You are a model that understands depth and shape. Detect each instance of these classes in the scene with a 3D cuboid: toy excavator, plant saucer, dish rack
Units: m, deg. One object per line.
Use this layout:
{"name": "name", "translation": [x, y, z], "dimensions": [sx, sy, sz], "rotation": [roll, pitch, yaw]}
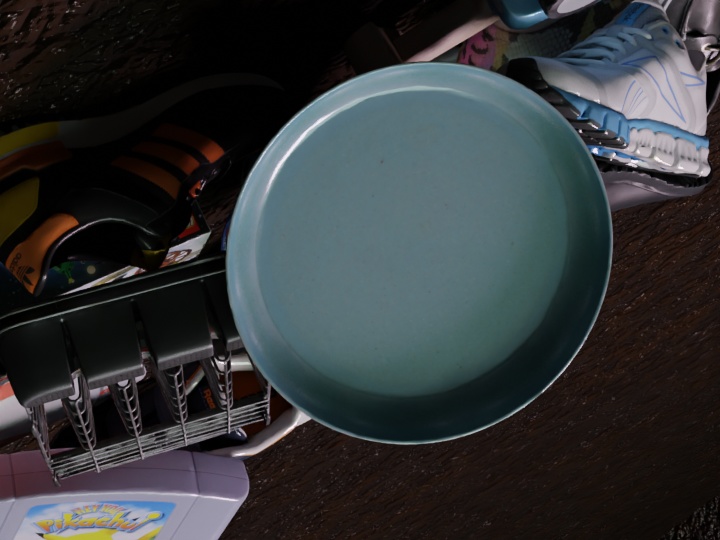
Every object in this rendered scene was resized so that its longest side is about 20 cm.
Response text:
{"name": "toy excavator", "translation": [0.087, -0.163, 1.035], "dimensions": [0.194, 0.100, 0.200], "rotation": [-27, 170, -6]}
{"name": "plant saucer", "translation": [0.029, -0.010, 0.988], "dimensions": [0.199, 0.201, 0.027], "rotation": [-30, -160, -1]}
{"name": "dish rack", "translation": [-0.117, 0.060, 1.075], "dimensions": [0.152, 0.055, 0.200], "rotation": [-14, 161, -8]}

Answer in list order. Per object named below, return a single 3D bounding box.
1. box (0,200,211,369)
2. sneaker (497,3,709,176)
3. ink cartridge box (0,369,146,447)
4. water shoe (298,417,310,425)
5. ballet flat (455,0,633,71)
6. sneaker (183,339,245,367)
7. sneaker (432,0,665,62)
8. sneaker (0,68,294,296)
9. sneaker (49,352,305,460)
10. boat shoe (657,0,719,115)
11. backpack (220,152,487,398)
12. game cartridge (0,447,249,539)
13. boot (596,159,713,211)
{"name": "box", "translation": [-0.191, 0.019, 1.116], "dimensions": [0.199, 0.038, 0.137], "rotation": [-24, 171, -18]}
{"name": "sneaker", "translation": [0.135, -0.107, 1.068], "dimensions": [0.075, 0.087, 0.200], "rotation": [11, -178, 32]}
{"name": "ink cartridge box", "translation": [-0.203, 0.081, 1.180], "dimensions": [0.161, 0.050, 0.200], "rotation": [-25, -175, -18]}
{"name": "water shoe", "translation": [-0.020, 0.065, 1.492], "dimensions": [0.199, 0.072, 0.079], "rotation": [-30, 173, 14]}
{"name": "ballet flat", "translation": [0.130, -0.174, 1.116], "dimensions": [0.199, 0.069, 0.071], "rotation": [-34, 144, -3]}
{"name": "sneaker", "translation": [-0.025, 0.064, 1.384], "dimensions": [0.199, 0.075, 0.087], "rotation": [-17, -159, -12]}
{"name": "sneaker", "translation": [0.113, -0.109, 1.215], "dimensions": [0.199, 0.082, 0.075], "rotation": [-24, 161, -18]}
{"name": "sneaker", "translation": [-0.111, -0.041, 1.033], "dimensions": [0.199, 0.090, 0.070], "rotation": [-18, 159, -32]}
{"name": "sneaker", "translation": [-0.123, 0.104, 1.278], "dimensions": [0.199, 0.079, 0.079], "rotation": [-26, 177, -12]}
{"name": "boat shoe", "translation": [0.228, -0.159, 1.304], "dimensions": [0.068, 0.057, 0.200], "rotation": [-27, 162, -9]}
{"name": "backpack", "translation": [0.000, 0.000, 1.119], "dimensions": [0.199, 0.183, 0.135], "rotation": [-5, -150, 38]}
{"name": "game cartridge", "translation": [-0.177, 0.157, 1.227], "dimensions": [0.199, 0.041, 0.134], "rotation": [1, 142, -25]}
{"name": "boot", "translation": [0.151, -0.045, 1.464], "dimensions": [0.197, 0.074, 0.163], "rotation": [-2, 146, -42]}
